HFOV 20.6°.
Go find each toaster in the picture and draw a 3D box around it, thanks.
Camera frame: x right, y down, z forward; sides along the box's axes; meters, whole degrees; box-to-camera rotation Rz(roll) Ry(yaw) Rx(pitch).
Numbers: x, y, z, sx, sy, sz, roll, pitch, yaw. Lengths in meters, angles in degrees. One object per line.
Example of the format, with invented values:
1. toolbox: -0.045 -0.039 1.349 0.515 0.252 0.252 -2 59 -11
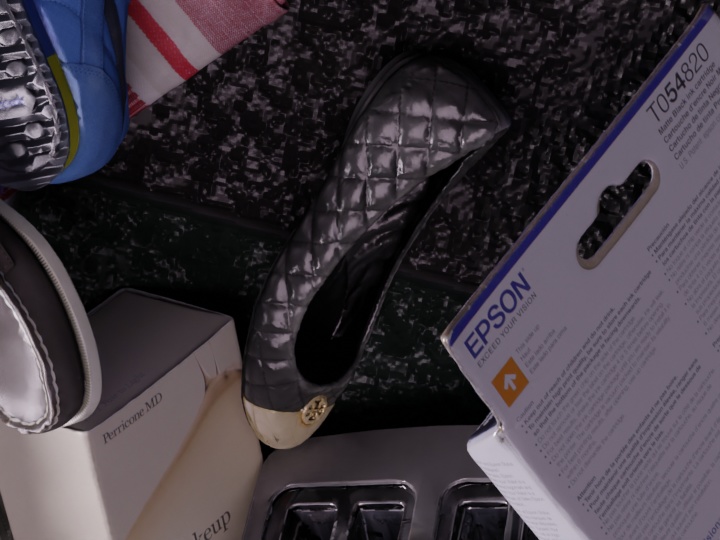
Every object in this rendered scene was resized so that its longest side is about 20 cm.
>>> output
1. toaster: 0.040 0.167 0.874 0.179 0.201 0.119 -2 136 18

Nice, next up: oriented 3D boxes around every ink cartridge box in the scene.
1. ink cartridge box: 0.131 0.032 0.799 0.201 0.200 0.040 52 152 -21

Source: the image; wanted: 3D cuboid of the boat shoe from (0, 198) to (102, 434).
1. boat shoe: -0.179 -0.014 0.784 0.071 0.061 0.202 -32 94 31

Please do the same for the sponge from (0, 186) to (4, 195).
1. sponge: -0.254 -0.081 0.838 0.198 0.030 0.113 0 123 7

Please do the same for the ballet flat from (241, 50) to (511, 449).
1. ballet flat: 0.000 0.000 0.852 0.057 0.066 0.201 39 120 26

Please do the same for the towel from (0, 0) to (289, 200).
1. towel: -0.148 -0.115 0.835 0.199 0.023 0.144 -30 114 23

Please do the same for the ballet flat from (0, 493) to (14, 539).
1. ballet flat: -0.153 0.104 0.944 0.063 0.067 0.202 8 122 32

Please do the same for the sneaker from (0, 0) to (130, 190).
1. sneaker: -0.132 -0.135 0.779 0.065 0.078 0.202 -1 109 27

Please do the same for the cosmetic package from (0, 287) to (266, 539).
1. cosmetic package: -0.096 0.123 0.907 0.073 0.103 0.202 14 127 35
